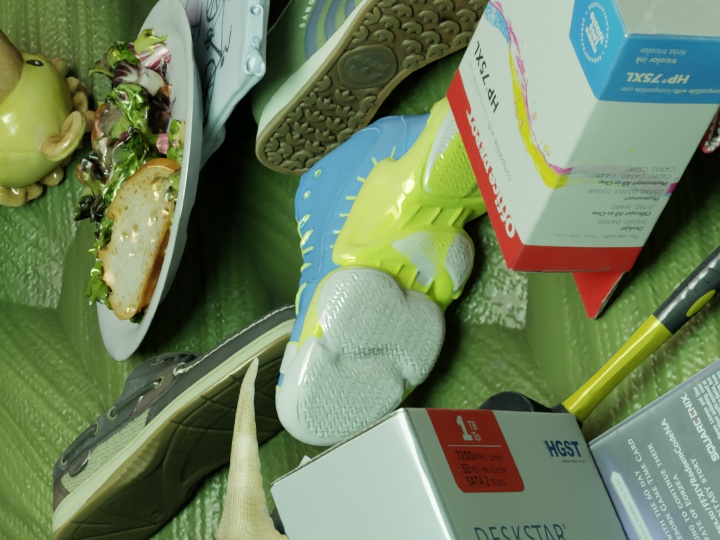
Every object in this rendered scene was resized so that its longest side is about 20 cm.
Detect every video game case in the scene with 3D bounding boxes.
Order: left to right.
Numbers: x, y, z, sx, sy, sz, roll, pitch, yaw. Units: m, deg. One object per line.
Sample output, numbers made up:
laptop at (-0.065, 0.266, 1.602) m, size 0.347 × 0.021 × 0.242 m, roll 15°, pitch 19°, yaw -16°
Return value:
video game case at (0.136, 0.138, 1.248) m, size 0.200 × 0.019 × 0.143 m, roll -35°, pitch 69°, yaw 27°

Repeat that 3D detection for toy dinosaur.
toy dinosaur at (-0.063, 0.154, 1.385) m, size 0.101 × 0.058 × 0.201 m, roll -17°, pitch 66°, yaw 19°

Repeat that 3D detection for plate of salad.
plate of salad at (-0.127, -0.052, 1.532) m, size 0.200 × 0.048 × 0.201 m, roll -173°, pitch 90°, yaw -73°

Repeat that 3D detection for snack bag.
snack bag at (-0.073, -0.150, 1.537) m, size 0.200 × 0.021 × 0.190 m, roll 132°, pitch 147°, yaw -61°

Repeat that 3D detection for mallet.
mallet at (0.140, 0.035, 1.319) m, size 0.200 × 0.066 × 0.041 m, roll -40°, pitch 48°, yaw 1°

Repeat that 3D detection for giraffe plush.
giraffe plush at (-0.237, -0.074, 1.627) m, size 0.162 × 0.200 × 0.173 m, roll -32°, pitch 55°, yaw 4°

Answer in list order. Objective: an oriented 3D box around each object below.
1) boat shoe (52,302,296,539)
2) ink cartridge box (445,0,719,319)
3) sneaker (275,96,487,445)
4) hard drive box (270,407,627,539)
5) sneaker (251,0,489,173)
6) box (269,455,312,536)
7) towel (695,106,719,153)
boat shoe at (-0.097, 0.074, 1.483) m, size 0.201 × 0.072 × 0.066 m, roll -43°, pitch 53°, yaw 25°
ink cartridge box at (0.101, -0.080, 1.316) m, size 0.200 × 0.067 × 0.117 m, roll 114°, pitch 148°, yaw -45°
sneaker at (0.000, 0.000, 1.426) m, size 0.105 × 0.076 × 0.200 m, roll 5°, pitch 56°, yaw 51°
hard drive box at (0.064, 0.164, 1.191) m, size 0.077 × 0.156 × 0.201 m, roll -31°, pitch 72°, yaw 27°
sneaker at (0.008, -0.143, 1.472) m, size 0.200 × 0.067 × 0.090 m, roll -42°, pitch 43°, yaw 32°
box at (-0.027, 0.209, 1.378) m, size 0.136 × 0.038 × 0.201 m, roll 33°, pitch 94°, yaw 46°
towel at (0.139, -0.156, 1.341) m, size 0.200 × 0.022 × 0.145 m, roll -129°, pitch 46°, yaw -60°
